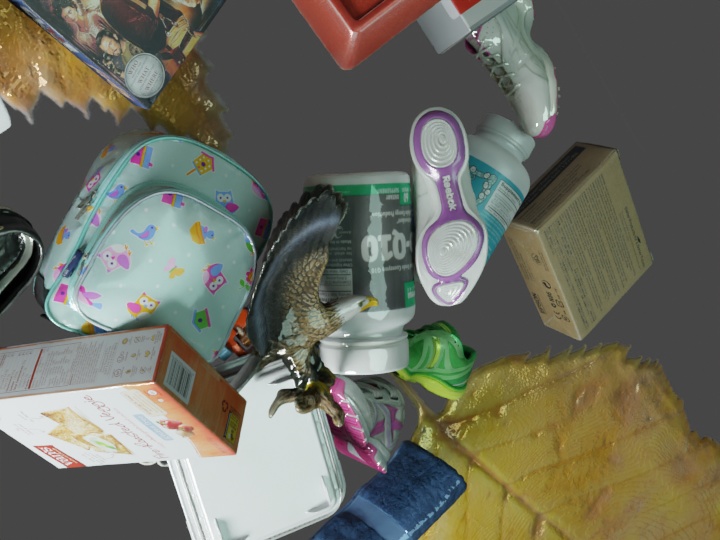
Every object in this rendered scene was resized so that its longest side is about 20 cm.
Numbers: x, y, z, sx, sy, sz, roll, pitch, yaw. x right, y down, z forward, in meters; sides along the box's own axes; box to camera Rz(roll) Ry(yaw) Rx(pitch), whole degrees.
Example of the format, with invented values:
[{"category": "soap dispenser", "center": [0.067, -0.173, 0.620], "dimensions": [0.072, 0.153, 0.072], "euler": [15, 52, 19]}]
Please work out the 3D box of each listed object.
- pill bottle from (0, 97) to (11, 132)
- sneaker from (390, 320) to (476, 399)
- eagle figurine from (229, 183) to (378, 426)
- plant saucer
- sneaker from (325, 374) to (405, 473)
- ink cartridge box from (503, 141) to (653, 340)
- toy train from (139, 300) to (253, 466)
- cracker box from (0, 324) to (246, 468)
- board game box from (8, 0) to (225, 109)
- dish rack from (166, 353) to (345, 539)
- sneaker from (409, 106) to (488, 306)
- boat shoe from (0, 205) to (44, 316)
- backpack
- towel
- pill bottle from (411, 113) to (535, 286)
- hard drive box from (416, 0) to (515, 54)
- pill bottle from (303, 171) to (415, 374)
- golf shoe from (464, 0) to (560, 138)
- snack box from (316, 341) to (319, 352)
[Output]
[{"category": "pill bottle", "center": [-0.367, -0.093, 0.678], "dimensions": [0.200, 0.119, 0.120], "euler": [-38, 125, -21]}, {"category": "sneaker", "center": [0.070, 0.091, 1.104], "dimensions": [0.200, 0.074, 0.084], "euler": [28, 91, -49]}, {"category": "eagle figurine", "center": [-0.055, 0.027, 0.867], "dimensions": [0.150, 0.151, 0.202], "euler": [-23, 106, -44]}, {"category": "plant saucer", "center": [0.006, -0.324, 0.852], "dimensions": [0.200, 0.037, 0.200], "euler": [-38, 98, -5]}, {"category": "sneaker", "center": [0.000, 0.155, 1.057], "dimensions": [0.089, 0.081, 0.200], "euler": [-61, 156, -19]}, {"category": "ink cartridge box", "center": [0.285, -0.038, 1.216], "dimensions": [0.165, 0.075, 0.201], "euler": [-43, 126, -19]}, {"category": "toy train", "center": [-0.143, 0.131, 0.972], "dimensions": [0.150, 0.056, 0.200], "euler": [41, 86, -20]}, {"category": "cracker box", "center": [-0.218, 0.115, 0.805], "dimensions": [0.134, 0.198, 0.058], "euler": [55, 35, -47]}, {"category": "board game box", "center": [-0.171, -0.254, 0.761], "dimensions": [0.135, 0.035, 0.201], "euler": [39, 80, -40]}, {"category": "dish rack", "center": [-0.106, 0.190, 0.943], "dimensions": [0.170, 0.044, 0.202], "euler": [-18, 104, -14]}, {"category": "sneaker", "center": [0.091, -0.066, 0.966], "dimensions": [0.074, 0.100, 0.202], "euler": [-3, 95, 4]}, {"category": "boat shoe", "center": [-0.347, 0.034, 0.776], "dimensions": [0.202, 0.063, 0.074], "euler": [-50, 131, -10]}, {"category": "backpack", "center": [-0.174, -0.022, 0.828], "dimensions": [0.175, 0.153, 0.201], "euler": [27, 81, -27]}, {"category": "towel", "center": [0.027, 0.294, 1.105], "dimensions": [0.200, 0.111, 0.049], "euler": [-40, 119, -19]}, {"category": "pill bottle", "center": [0.119, -0.076, 1.055], "dimensions": [0.111, 0.110, 0.201], "euler": [36, 83, -39]}, {"category": "hard drive box", "center": [0.123, -0.344, 0.950], "dimensions": [0.200, 0.077, 0.156], "euler": [-38, 99, -20]}, {"category": "pill bottle", "center": [0.000, 0.000, 0.965], "dimensions": [0.112, 0.113, 0.202], "euler": [-6, 96, -35]}, {"category": "golf shoe", "center": [0.155, -0.237, 1.022], "dimensions": [0.091, 0.075, 0.202], "euler": [-11, 78, -22]}, {"category": "snack box", "center": [-0.060, 0.100, 1.037], "dimensions": [0.071, 0.024, 0.202], "euler": [14, 97, -38]}]
